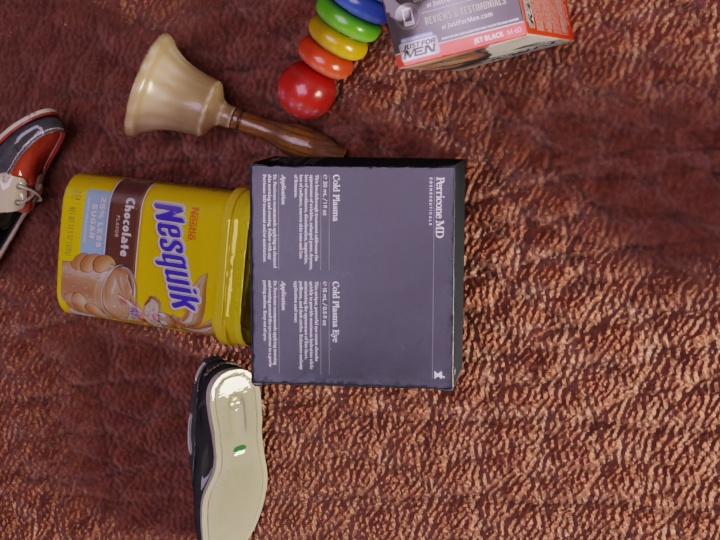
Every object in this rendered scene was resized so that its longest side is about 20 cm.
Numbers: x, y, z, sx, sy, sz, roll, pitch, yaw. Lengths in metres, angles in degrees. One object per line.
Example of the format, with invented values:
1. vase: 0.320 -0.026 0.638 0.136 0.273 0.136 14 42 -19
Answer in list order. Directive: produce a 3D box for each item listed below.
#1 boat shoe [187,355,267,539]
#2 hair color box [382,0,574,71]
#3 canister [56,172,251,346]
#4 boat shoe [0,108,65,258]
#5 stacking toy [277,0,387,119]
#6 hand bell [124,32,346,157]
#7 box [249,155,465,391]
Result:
1. boat shoe: -0.135 0.183 1.434 0.068 0.072 0.200 22 113 53
2. hair color box: 0.103 -0.208 1.228 0.111 0.200 0.064 -12 92 20
3. canister: -0.184 -0.014 1.409 0.200 0.087 0.149 8 98 20
4. boat shoe: -0.348 -0.075 1.463 0.200 0.071 0.063 -48 65 23
5. stacking toy: -0.011 -0.223 1.335 0.085 0.085 0.200 35 111 12
6. hand bell: -0.109 -0.139 1.383 0.200 0.104 0.104 21 103 2
7. box: 0.000 0.000 1.322 0.182 0.104 0.200 2 98 9
